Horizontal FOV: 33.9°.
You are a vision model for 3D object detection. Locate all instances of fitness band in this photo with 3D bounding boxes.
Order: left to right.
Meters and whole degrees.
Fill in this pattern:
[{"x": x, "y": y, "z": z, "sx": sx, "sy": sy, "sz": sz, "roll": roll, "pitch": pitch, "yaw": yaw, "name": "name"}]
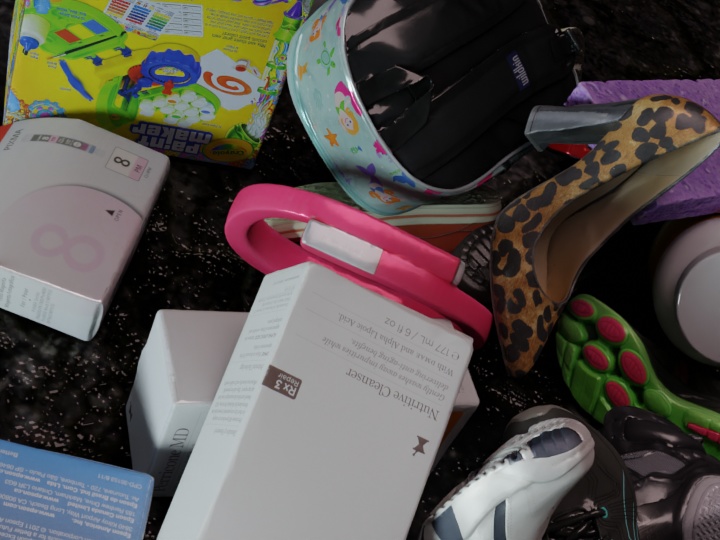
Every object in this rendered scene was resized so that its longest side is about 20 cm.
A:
[{"x": 0.000, "y": 0.000, "z": 0.817, "sx": 0.198, "sy": 0.144, "sz": 0.038, "roll": 26, "pitch": 75, "yaw": -8, "name": "fitness band"}]

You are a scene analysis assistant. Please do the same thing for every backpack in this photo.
[{"x": 0.042, "y": -0.140, "z": 0.864, "sx": 0.200, "sy": 0.150, "sz": 0.179, "roll": -41, "pitch": 106, "yaw": -38, "name": "backpack"}]

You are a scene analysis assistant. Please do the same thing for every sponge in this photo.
[{"x": 0.252, "y": -0.095, "z": 0.901, "sx": 0.198, "sy": 0.030, "sz": 0.112, "roll": -8, "pitch": 61, "yaw": -36, "name": "sponge"}]

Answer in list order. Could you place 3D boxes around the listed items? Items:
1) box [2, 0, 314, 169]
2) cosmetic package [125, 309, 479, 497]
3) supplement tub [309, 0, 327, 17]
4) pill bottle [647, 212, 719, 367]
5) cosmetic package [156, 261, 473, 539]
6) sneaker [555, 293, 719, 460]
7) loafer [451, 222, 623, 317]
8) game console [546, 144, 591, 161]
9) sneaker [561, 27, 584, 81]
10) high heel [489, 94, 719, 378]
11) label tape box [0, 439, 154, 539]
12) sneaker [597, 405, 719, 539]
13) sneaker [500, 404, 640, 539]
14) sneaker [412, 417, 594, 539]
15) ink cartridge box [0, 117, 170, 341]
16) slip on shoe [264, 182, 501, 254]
[{"x": -0.155, "y": -0.199, "z": 0.892, "sx": 0.197, "sy": 0.194, "sz": 0.123, "roll": 8, "pitch": 44, "yaw": -21, "name": "box"}, {"x": -0.038, "y": 0.084, "z": 0.741, "sx": 0.197, "sy": 0.102, "sz": 0.072, "roll": 3, "pitch": 48, "yaw": -24, "name": "cosmetic package"}, {"x": 0.031, "y": -0.191, "z": 1.033, "sx": 0.199, "sy": 0.123, "sz": 0.122, "roll": 38, "pitch": 43, "yaw": 13, "name": "supplement tub"}, {"x": 0.281, "y": 0.011, "z": 0.915, "sx": 0.110, "sy": 0.112, "sz": 0.200, "roll": 32, "pitch": 14, "yaw": 6, "name": "pill bottle"}, {"x": -0.031, "y": 0.110, "z": 0.631, "sx": 0.112, "sy": 0.081, "sz": 0.202, "roll": 25, "pitch": 74, "yaw": -19, "name": "cosmetic package"}, {"x": 0.230, "y": 0.097, "z": 0.903, "sx": 0.200, "sy": 0.077, "sz": 0.084, "roll": 44, "pitch": 23, "yaw": 17, "name": "sneaker"}, {"x": 0.132, "y": 0.008, "z": 0.920, "sx": 0.199, "sy": 0.072, "sz": 0.073, "roll": -10, "pitch": 53, "yaw": -45, "name": "loafer"}, {"x": 0.274, "y": -0.095, "z": 1.052, "sx": 0.198, "sy": 0.031, "sz": 0.176, "roll": 20, "pitch": 12, "yaw": 24, "name": "game console"}, {"x": 0.152, "y": -0.204, "z": 1.151, "sx": 0.088, "sy": 0.078, "sz": 0.199, "roll": 17, "pitch": 17, "yaw": 36, "name": "sneaker"}, {"x": 0.162, "y": -0.023, "z": 0.787, "sx": 0.071, "sy": 0.141, "sz": 0.203, "roll": 27, "pitch": 72, "yaw": -50, "name": "high heel"}, {"x": -0.193, "y": 0.184, "z": 0.591, "sx": 0.141, "sy": 0.066, "sz": 0.202, "roll": 16, "pitch": 46, "yaw": -12, "name": "label tape box"}, {"x": 0.163, "y": 0.156, "z": 0.800, "sx": 0.197, "sy": 0.076, "sz": 0.114, "roll": -6, "pitch": 31, "yaw": -11, "name": "sneaker"}, {"x": 0.140, "y": 0.174, "z": 0.690, "sx": 0.079, "sy": 0.075, "sz": 0.202, "roll": -71, "pitch": 138, "yaw": -78, "name": "sneaker"}, {"x": 0.082, "y": 0.182, "z": 0.650, "sx": 0.130, "sy": 0.199, "sz": 0.079, "roll": 48, "pitch": 18, "yaw": 8, "name": "sneaker"}, {"x": -0.247, "y": -0.053, "z": 0.810, "sx": 0.198, "sy": 0.057, "sz": 0.164, "roll": 25, "pitch": 42, "yaw": -10, "name": "ink cartridge box"}, {"x": 0.012, "y": -0.031, "z": 0.912, "sx": 0.197, "sy": 0.062, "sz": 0.074, "roll": -2, "pitch": 26, "yaw": -13, "name": "slip on shoe"}]
